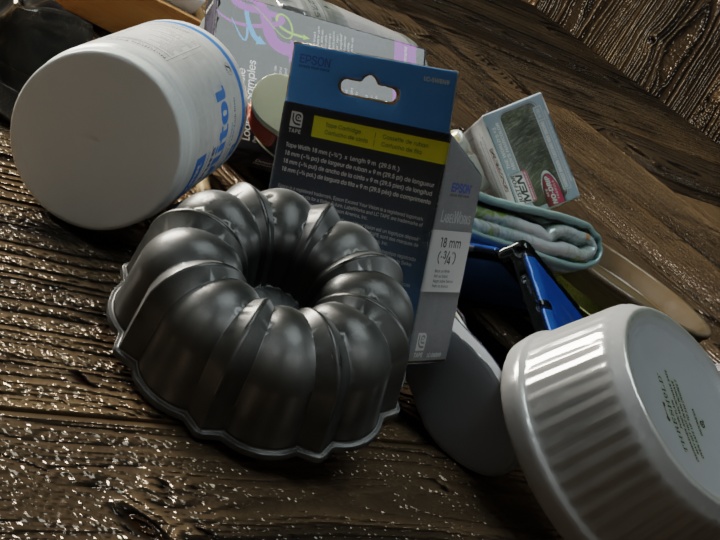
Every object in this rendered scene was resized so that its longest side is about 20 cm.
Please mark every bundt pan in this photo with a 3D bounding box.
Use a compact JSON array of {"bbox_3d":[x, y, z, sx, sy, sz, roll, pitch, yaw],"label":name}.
[{"bbox_3d":[-0.053,0.020,1.062,0.201,0.076,0.203,15,40,-13],"label":"bundt pan"}]

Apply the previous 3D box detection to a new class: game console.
[{"bbox_3d":[0.117,0.052,1.396,0.200,0.118,0.172,40,32,-63],"label":"game console"}]

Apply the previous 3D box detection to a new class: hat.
[{"bbox_3d":[-0.267,-0.184,1.368,0.200,0.081,0.201,30,18,-10],"label":"hat"}]

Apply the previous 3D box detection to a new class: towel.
[{"bbox_3d":[0.084,-0.029,1.456,0.199,0.048,0.171,16,-15,-42],"label":"towel"}]

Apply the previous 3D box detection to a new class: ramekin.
[{"bbox_3d":[0.197,0.116,1.193,0.202,0.094,0.203,37,35,-31],"label":"ramekin"}]

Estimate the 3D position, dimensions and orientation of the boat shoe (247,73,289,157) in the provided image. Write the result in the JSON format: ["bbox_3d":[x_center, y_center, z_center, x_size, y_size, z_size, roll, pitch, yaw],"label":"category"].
[{"bbox_3d":[-0.008,-0.077,1.337,0.200,0.071,0.063,37,-23,9],"label":"boat shoe"}]

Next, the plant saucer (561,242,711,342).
[{"bbox_3d":[0.249,0.014,1.640,0.199,0.030,0.200,31,14,-9],"label":"plant saucer"}]

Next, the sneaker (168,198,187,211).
[{"bbox_3d":[-0.081,0.012,1.162,0.200,0.070,0.082,39,17,28],"label":"sneaker"}]

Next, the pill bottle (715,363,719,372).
[{"bbox_3d":[0.289,0.138,1.389,0.113,0.113,0.200,37,17,17],"label":"pill bottle"}]

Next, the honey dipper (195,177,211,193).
[{"bbox_3d":[-0.129,-0.076,1.384,0.038,0.038,0.200,25,20,-21],"label":"honey dipper"}]

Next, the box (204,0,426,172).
[{"bbox_3d":[-0.040,-0.145,1.433,0.199,0.036,0.144,14,64,-23],"label":"box"}]

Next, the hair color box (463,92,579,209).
[{"bbox_3d":[0.146,-0.100,1.574,0.200,0.060,0.100,-140,-152,-89],"label":"hair color box"}]

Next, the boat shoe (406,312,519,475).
[{"bbox_3d":[0.061,0.062,1.236,0.200,0.071,0.070,50,24,22],"label":"boat shoe"}]

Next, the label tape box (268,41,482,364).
[{"bbox_3d":[0.007,-0.048,1.192,0.144,0.201,0.063,15,7,33],"label":"label tape box"}]

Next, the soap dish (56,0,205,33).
[{"bbox_3d":[-0.244,-0.300,1.732,0.157,0.081,0.200,25,19,-22],"label":"soap dish"}]

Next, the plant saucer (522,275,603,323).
[{"bbox_3d":[0.200,0.034,1.620,0.200,0.048,0.199,39,14,22],"label":"plant saucer"}]

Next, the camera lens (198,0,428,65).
[{"bbox_3d":[-0.043,-0.167,1.577,0.199,0.160,0.160,16,22,-41],"label":"camera lens"}]

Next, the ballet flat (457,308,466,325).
[{"bbox_3d":[0.000,0.000,1.323,0.199,0.071,0.069,32,61,-10],"label":"ballet flat"}]

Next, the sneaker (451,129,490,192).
[{"bbox_3d":[0.039,-0.094,1.531,0.200,0.116,0.074,29,15,-52],"label":"sneaker"}]

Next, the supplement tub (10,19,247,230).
[{"bbox_3d":[-0.166,-0.112,1.257,0.132,0.132,0.200,32,18,0],"label":"supplement tub"}]
